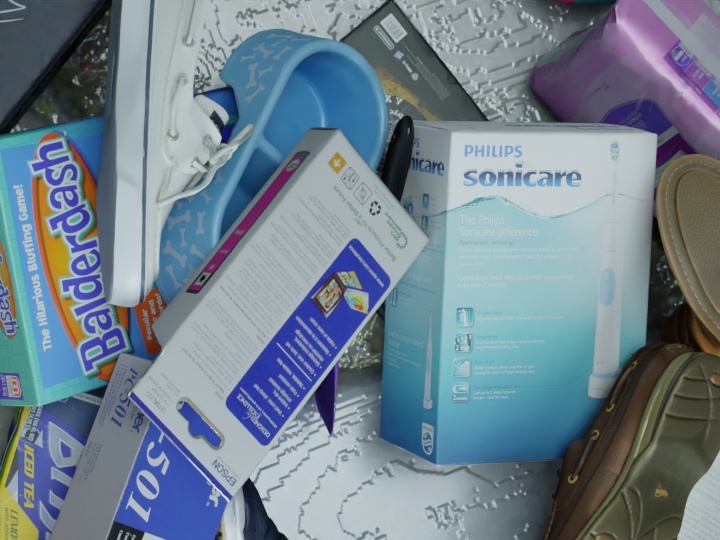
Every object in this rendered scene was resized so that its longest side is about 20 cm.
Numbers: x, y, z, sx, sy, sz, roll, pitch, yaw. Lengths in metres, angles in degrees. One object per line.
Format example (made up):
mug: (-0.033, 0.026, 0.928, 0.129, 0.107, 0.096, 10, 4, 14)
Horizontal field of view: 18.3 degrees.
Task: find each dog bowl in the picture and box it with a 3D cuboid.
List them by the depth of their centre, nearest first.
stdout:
dog bowl: (-0.049, -0.054, 1.328, 0.111, 0.049, 0.201, 41, 62, -34)

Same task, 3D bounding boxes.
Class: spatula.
spatula: (0.000, 0.000, 1.355, 0.020, 0.057, 0.202, 13, 108, -20)

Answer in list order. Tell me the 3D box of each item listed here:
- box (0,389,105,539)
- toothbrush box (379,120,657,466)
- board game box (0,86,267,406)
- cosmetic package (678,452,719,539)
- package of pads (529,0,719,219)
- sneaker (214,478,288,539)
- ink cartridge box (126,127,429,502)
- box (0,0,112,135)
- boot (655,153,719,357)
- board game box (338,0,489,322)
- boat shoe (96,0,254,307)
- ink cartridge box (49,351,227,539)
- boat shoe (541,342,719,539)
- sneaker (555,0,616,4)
box: (-0.193, 0.166, 1.323, 0.069, 0.064, 0.202, 18, 80, -11)
toothbrush box: (0.095, 0.010, 1.365, 0.145, 0.085, 0.202, -2, 99, -25)
board game box: (-0.133, -0.018, 1.314, 0.199, 0.045, 0.154, -17, 100, -40)
cosmetic package: (0.181, 0.189, 1.393, 0.074, 0.102, 0.201, 31, 76, -8)
package of pads: (0.212, -0.088, 1.422, 0.200, 0.120, 0.076, 46, 63, -4)
sneaker: (-0.028, 0.205, 1.354, 0.108, 0.070, 0.202, -13, 93, -11)
ink cartridge box: (-0.050, 0.023, 1.268, 0.095, 0.037, 0.201, 49, 65, -28)
box: (-0.238, -0.165, 1.331, 0.148, 0.104, 0.201, 39, 77, -7)
boot: (0.220, 0.025, 1.392, 0.073, 0.155, 0.201, -29, 95, -11)
board game box: (0.031, -0.053, 1.421, 0.135, 0.028, 0.200, -40, 94, -14)
boat shoe: (-0.101, -0.078, 1.256, 0.085, 0.075, 0.204, 5, 77, -13)
ink cartridge box: (-0.131, 0.157, 1.278, 0.094, 0.044, 0.202, 30, 78, -53)
boat shoe: (0.151, 0.134, 1.328, 0.072, 0.067, 0.201, 33, 84, -36)
sneaker: (0.120, -0.259, 1.444, 0.120, 0.084, 0.202, -21, 90, -24)
